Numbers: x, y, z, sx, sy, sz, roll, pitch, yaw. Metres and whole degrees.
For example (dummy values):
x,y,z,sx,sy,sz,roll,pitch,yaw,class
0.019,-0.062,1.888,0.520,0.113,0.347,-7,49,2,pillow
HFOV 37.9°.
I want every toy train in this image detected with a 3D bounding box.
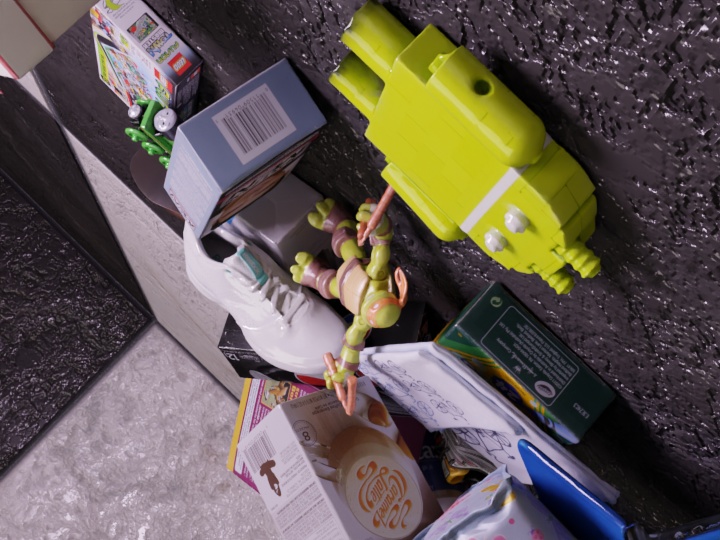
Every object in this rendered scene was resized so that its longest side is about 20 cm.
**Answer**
x,y,z,sx,sy,sz,roll,pitch,yaw,class
-0.157,-0.107,1.016,0.056,0.042,0.200,14,166,25,toy train

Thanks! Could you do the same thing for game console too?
x,y,z,sx,sy,sz,roll,pitch,yaw,class
0.225,0.189,0.767,0.201,0.168,0.119,61,-168,-49,game console

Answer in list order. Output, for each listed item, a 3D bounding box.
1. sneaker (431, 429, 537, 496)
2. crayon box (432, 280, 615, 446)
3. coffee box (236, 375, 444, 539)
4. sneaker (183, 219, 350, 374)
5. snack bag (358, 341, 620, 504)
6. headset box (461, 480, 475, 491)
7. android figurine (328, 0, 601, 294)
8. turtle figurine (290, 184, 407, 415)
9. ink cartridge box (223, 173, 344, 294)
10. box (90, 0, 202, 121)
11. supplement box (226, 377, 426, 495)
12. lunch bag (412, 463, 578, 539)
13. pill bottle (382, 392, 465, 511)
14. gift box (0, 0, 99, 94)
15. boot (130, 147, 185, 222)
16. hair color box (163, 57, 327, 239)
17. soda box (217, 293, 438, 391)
x,y,z,sx,sy,sz,roll,pitch,yaw,class
0.099,0.164,1.054,0.199,0.082,0.078,40,165,18,sneaker
0.117,0.090,0.866,0.126,0.052,0.200,43,166,5,crayon box
-0.001,0.202,0.869,0.080,0.113,0.202,-44,68,39,coffee box
-0.091,0.016,0.944,0.199,0.075,0.089,33,153,22,sneaker
0.093,0.125,0.858,0.199,0.022,0.188,39,164,-11,snack bag
0.200,0.284,1.119,0.199,0.077,0.149,20,152,54,headset box
0.063,-0.066,0.619,0.200,0.041,0.182,46,165,2,android figurine
0.000,0.000,0.856,0.161,0.063,0.203,-131,46,-57,turtle figurine
-0.078,-0.027,1.045,0.115,0.067,0.201,36,163,26,ink cartridge box
-0.204,-0.192,1.002,0.110,0.035,0.200,45,165,-1,box
-0.039,0.175,1.064,0.102,0.133,0.199,10,-174,-36,supplement box
0.120,0.244,0.774,0.170,0.127,0.200,51,-176,8,lunch bag
0.038,0.195,1.135,0.112,0.110,0.202,66,-178,-56,pill bottle
-0.259,-0.238,0.729,0.185,0.187,0.199,52,163,-25,gift box
-0.190,-0.052,1.307,0.186,0.064,0.200,41,169,24,boot
-0.099,-0.091,0.847,0.061,0.098,0.200,55,165,-2,hair color box
-0.030,0.067,0.995,0.197,0.072,0.064,3,149,21,soda box
